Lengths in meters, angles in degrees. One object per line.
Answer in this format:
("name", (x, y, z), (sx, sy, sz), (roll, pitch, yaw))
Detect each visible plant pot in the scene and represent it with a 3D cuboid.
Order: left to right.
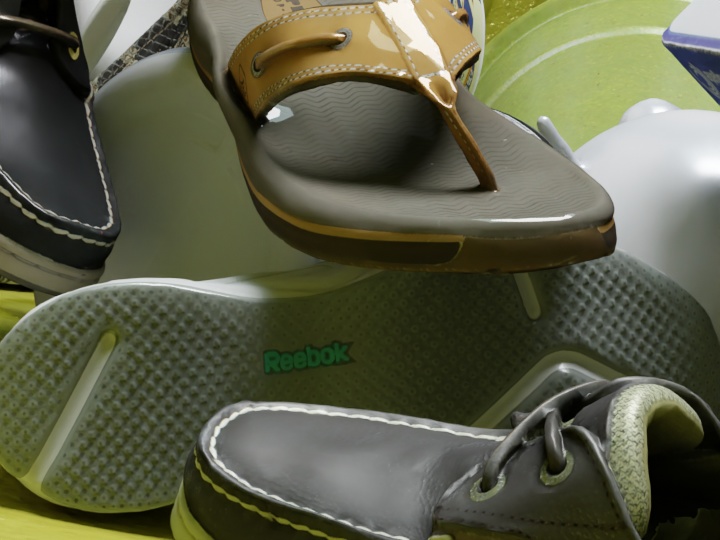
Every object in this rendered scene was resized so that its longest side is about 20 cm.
("plant pot", (0.112, -0.009, 1.041), (0.198, 0.202, 0.190), (13, 15, 7))

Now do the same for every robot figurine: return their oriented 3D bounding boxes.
("robot figurine", (0.121, 0.023, 0.778), (0.199, 0.113, 0.170), (28, 35, -38))

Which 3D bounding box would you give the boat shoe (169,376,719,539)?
("boat shoe", (0.055, 0.053, 0.520), (0.199, 0.066, 0.072), (16, 30, 20))

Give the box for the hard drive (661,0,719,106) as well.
("hard drive", (0.166, 0.006, 0.659), (0.200, 0.025, 0.132), (46, 1, -9))

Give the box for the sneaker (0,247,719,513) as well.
("sneaker", (-0.003, 0.026, 0.672), (0.199, 0.071, 0.080), (-1, -3, -12))

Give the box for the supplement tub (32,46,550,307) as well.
("supplement tub", (0.000, 0.000, 0.823), (0.122, 0.124, 0.199), (15, 4, 37))

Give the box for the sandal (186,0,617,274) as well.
("sandal", (0.003, -0.055, 0.672), (0.081, 0.055, 0.200), (-8, 31, -15))

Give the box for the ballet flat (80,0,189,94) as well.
("ballet flat", (-0.047, -0.087, 0.852), (0.075, 0.200, 0.068), (50, 5, 27))

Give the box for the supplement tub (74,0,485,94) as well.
("supplement tub", (-0.027, -0.099, 0.979), (0.144, 0.146, 0.200), (13, -2, 9))

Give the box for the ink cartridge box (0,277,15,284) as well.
("ink cartridge box", (-0.171, -0.072, 1.142), (0.084, 0.147, 0.199), (13, 4, 32))

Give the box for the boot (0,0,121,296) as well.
("boot", (-0.089, -0.106, 0.739), (0.073, 0.151, 0.201), (21, 32, -42))
